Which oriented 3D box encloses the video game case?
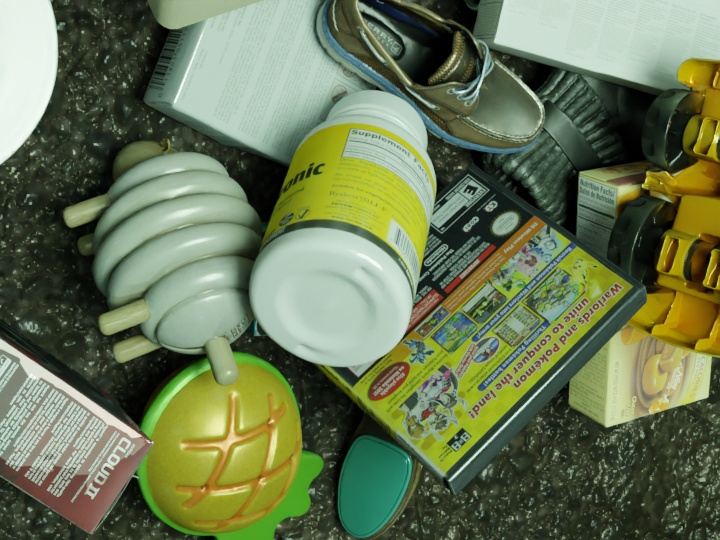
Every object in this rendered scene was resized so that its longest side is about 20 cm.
[{"bbox_3d":[0.075,0.035,0.914,0.200,0.180,0.026,-42,145,-13],"label":"video game case"}]

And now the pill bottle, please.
[{"bbox_3d":[-0.005,-0.039,0.884,0.111,0.111,0.201,43,36,-22],"label":"pill bottle"}]

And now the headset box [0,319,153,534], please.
[{"bbox_3d":[-0.236,0.087,0.846,0.199,0.149,0.078,38,82,-21],"label":"headset box"}]

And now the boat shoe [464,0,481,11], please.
[{"bbox_3d":[0.104,-0.236,1.003,0.197,0.071,0.065,10,92,-16],"label":"boat shoe"}]

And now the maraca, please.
[{"bbox_3d":[-0.095,0.143,0.941,0.137,0.107,0.201,-41,134,-14],"label":"maraca"}]

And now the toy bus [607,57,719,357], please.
[{"bbox_3d":[0.296,-0.041,0.937,0.191,0.135,0.203,4,103,-50],"label":"toy bus"}]

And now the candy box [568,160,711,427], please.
[{"bbox_3d":[0.232,0.015,1.019,0.114,0.055,0.203,-11,110,-28],"label":"candy box"}]

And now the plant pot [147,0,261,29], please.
[{"bbox_3d":[-0.073,-0.312,0.814,0.198,0.177,0.202,-22,75,-19],"label":"plant pot"}]

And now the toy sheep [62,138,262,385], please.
[{"bbox_3d":[-0.129,-0.007,0.885,0.136,0.138,0.202,-15,68,-21],"label":"toy sheep"}]

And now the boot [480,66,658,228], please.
[{"bbox_3d":[0.210,-0.090,1.056,0.210,0.079,0.159,36,79,-18],"label":"boot"}]

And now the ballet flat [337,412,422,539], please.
[{"bbox_3d":[0.031,0.121,1.003,0.072,0.067,0.203,-28,133,-53],"label":"ballet flat"}]

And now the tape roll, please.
[{"bbox_3d":[-0.306,-0.154,0.849,0.200,0.037,0.206,-3,96,-23],"label":"tape roll"}]

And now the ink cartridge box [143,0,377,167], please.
[{"bbox_3d":[-0.051,-0.163,0.964,0.199,0.057,0.165,25,85,-44],"label":"ink cartridge box"}]

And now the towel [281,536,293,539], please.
[{"bbox_3d":[-0.046,0.340,0.992,0.165,0.085,0.201,36,82,-22],"label":"towel"}]

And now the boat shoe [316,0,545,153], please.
[{"bbox_3d":[0.061,-0.147,0.938,0.198,0.072,0.073,24,82,-17],"label":"boat shoe"}]

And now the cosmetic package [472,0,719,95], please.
[{"bbox_3d":[0.189,-0.192,0.974,0.197,0.051,0.084,12,96,-20],"label":"cosmetic package"}]

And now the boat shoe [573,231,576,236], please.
[{"bbox_3d":[0.163,0.045,1.056,0.199,0.071,0.092,-33,114,-13],"label":"boat shoe"}]

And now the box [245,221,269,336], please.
[{"bbox_3d":[0.000,0.000,0.991,0.197,0.049,0.084,-5,98,-23],"label":"box"}]
